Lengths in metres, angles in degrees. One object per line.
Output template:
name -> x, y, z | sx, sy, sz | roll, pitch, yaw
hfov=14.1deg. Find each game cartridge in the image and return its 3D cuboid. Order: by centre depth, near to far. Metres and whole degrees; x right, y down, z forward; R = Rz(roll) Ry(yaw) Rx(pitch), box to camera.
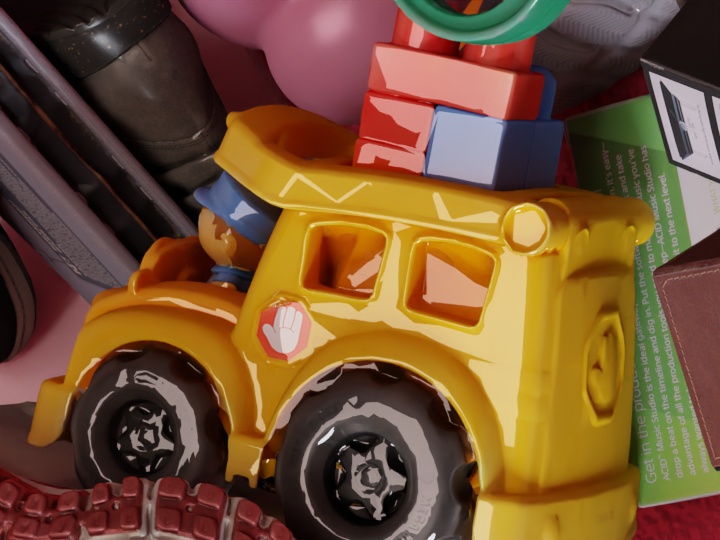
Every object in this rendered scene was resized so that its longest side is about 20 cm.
game cartridge -> -0.133, -0.052, 1.117 | 0.042, 0.200, 0.133 | -45, 24, -9

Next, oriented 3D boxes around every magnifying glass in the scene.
magnifying glass -> 0.002, -0.140, 0.967 | 0.200, 0.022, 0.080 | 38, 118, 39

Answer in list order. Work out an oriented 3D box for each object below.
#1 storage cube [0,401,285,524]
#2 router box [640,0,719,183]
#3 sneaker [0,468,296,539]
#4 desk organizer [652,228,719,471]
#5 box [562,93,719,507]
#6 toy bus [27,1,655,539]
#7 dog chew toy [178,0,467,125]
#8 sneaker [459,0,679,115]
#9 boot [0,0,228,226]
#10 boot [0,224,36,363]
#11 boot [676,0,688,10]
storage cube -> -0.092, 0.159, 1.103 | 0.200, 0.171, 0.180 | 22, 104, 34
router box -> 0.206, -0.091, 0.877 | 0.157, 0.052, 0.200 | 25, 64, 34
sneaker -> -0.085, 0.106, 0.958 | 0.199, 0.082, 0.078 | 18, 73, 20
desk organizer -> 0.168, 0.076, 0.933 | 0.077, 0.072, 0.201 | -11, 101, 38
box -> 0.170, -0.006, 0.988 | 0.200, 0.036, 0.145 | -14, 83, 35
toy bus -> 0.000, 0.000, 1.001 | 0.199, 0.136, 0.193 | 10, 98, 26
dog chew toy -> -0.031, -0.140, 1.088 | 0.124, 0.124, 0.200 | -39, 76, 31
sneaker -> 0.083, -0.145, 1.035 | 0.200, 0.078, 0.112 | -43, 61, 19
boot -> -0.089, -0.059, 1.149 | 0.131, 0.068, 0.200 | 54, 171, -19
boot -> -0.210, 0.022, 1.149 | 0.073, 0.204, 0.154 | 38, 71, 19
boot -> 0.054, -0.169, 0.969 | 0.199, 0.073, 0.182 | 6, 71, 26
